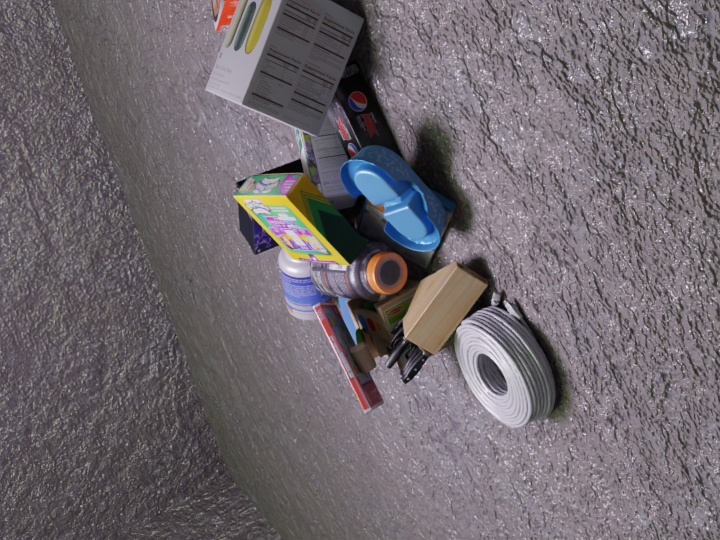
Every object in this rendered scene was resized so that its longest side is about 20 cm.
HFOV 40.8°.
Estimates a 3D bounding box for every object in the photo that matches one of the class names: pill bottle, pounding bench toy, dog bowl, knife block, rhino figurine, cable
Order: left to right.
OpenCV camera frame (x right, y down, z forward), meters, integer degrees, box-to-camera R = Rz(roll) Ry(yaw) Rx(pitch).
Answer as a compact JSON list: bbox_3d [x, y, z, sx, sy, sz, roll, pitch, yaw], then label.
[{"bbox_3d":[-0.118,0.001,2.099,0.112,0.112,0.201,43,151,40],"label":"pill bottle"},{"bbox_3d":[-0.036,-0.092,1.830,0.088,0.060,0.200,64,146,33],"label":"rhino figurine"},{"bbox_3d":[0.000,0.000,1.711,0.200,0.106,0.107,6,121,58],"label":"pill bottle"},{"bbox_3d":[0.040,0.104,1.742,0.156,0.199,0.125,10,124,62],"label":"pounding bench toy"},{"bbox_3d":[0.057,-0.116,1.519,0.200,0.050,0.111,45,149,-21],"label":"dog bowl"},{"bbox_3d":[0.114,0.093,1.584,0.064,0.176,0.200,29,157,-13],"label":"knife block"},{"bbox_3d":[0.230,0.156,1.552,0.200,0.069,0.200,55,157,18],"label":"cable"}]

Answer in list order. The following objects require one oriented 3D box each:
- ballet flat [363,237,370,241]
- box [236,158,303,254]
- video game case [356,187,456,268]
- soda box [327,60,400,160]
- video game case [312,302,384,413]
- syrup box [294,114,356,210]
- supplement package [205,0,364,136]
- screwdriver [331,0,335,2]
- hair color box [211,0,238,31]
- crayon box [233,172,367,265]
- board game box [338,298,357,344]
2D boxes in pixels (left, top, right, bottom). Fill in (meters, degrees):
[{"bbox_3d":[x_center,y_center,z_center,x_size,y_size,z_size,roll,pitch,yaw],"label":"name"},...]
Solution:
[{"bbox_3d":[-0.031,-0.039,1.911,0.200,0.071,0.069,31,149,52],"label":"ballet flat"},{"bbox_3d":[-0.130,-0.131,1.849,0.079,0.199,0.141,56,158,28],"label":"box"},{"bbox_3d":[0.073,-0.089,1.615,0.143,0.018,0.200,31,152,6],"label":"video game case"},{"bbox_3d":[-0.002,-0.243,1.625,0.201,0.063,0.071,65,158,-5],"label":"soda box"},{"bbox_3d":[-0.019,0.149,1.680,0.201,0.017,0.143,63,-173,7],"label":"video game case"},{"bbox_3d":[-0.064,-0.211,1.697,0.079,0.081,0.201,119,139,-72],"label":"syrup box"},{"bbox_3d":[-0.123,-0.344,1.544,0.152,0.150,0.201,31,100,54],"label":"supplement package"},{"bbox_3d":[-0.087,-0.462,1.626,0.200,0.029,0.028,26,138,51],"label":"screwdriver"},{"bbox_3d":[-0.230,-0.530,1.775,0.200,0.061,0.102,136,127,-68],"label":"hair color box"},{"bbox_3d":[-0.107,-0.090,1.675,0.173,0.058,0.200,48,159,-26],"label":"crayon box"},{"bbox_3d":[0.017,0.082,1.991,0.158,0.039,0.200,60,154,21],"label":"board game box"}]
